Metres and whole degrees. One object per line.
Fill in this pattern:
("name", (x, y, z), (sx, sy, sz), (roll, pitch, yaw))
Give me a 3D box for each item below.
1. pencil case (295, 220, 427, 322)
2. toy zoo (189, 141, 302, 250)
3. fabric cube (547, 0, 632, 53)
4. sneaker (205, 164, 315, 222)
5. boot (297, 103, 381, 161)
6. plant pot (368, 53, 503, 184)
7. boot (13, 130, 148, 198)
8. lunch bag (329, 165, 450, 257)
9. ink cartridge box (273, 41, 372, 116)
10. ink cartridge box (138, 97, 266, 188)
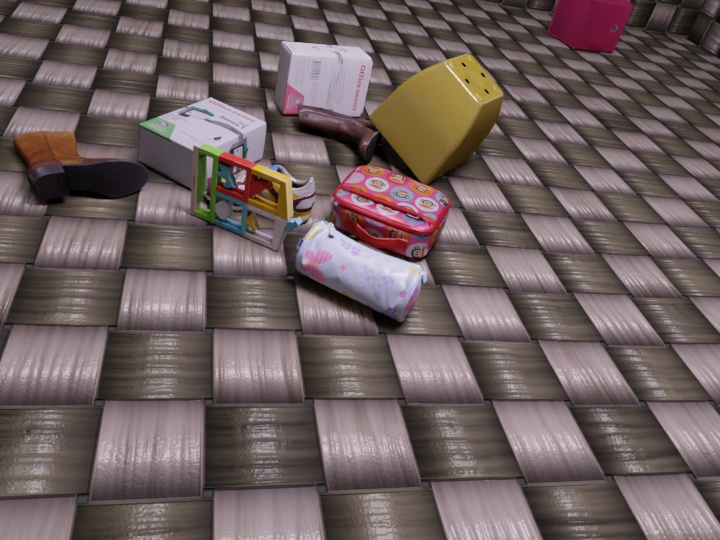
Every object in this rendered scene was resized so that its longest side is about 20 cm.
("pencil case", (0.000, 0.000, 0.978), (0.199, 0.091, 0.083), (26, -2, 13))
("toy zoo", (-0.183, -0.114, 1.031), (0.199, 0.132, 0.020), (22, 36, 12))
("fabric cube", (0.900, -0.993, 2.518), (0.198, 0.197, 0.200), (-3, 40, -23))
("sneaker", (-0.176, -0.150, 1.116), (0.199, 0.090, 0.075), (11, 36, -5))
("boot", (-0.057, -0.306, 1.387), (0.199, 0.064, 0.187), (19, 23, 2))
("plant pot", (0.179, -0.336, 1.341), (0.194, 0.200, 0.195), (51, 45, 5))
("boot", (-0.485, -0.189, 1.109), (0.188, 0.069, 0.200), (-17, 39, -26))
("lunch bag", (0.048, -0.101, 1.143), (0.199, 0.082, 0.176), (22, 41, 13))
("ink cartridge box", (-0.088, -0.442, 1.487), (0.199, 0.147, 0.083), (-5, 38, -25))
("ink cartridge box", (-0.293, -0.243, 1.204), (0.146, 0.085, 0.200), (26, 38, 16))
